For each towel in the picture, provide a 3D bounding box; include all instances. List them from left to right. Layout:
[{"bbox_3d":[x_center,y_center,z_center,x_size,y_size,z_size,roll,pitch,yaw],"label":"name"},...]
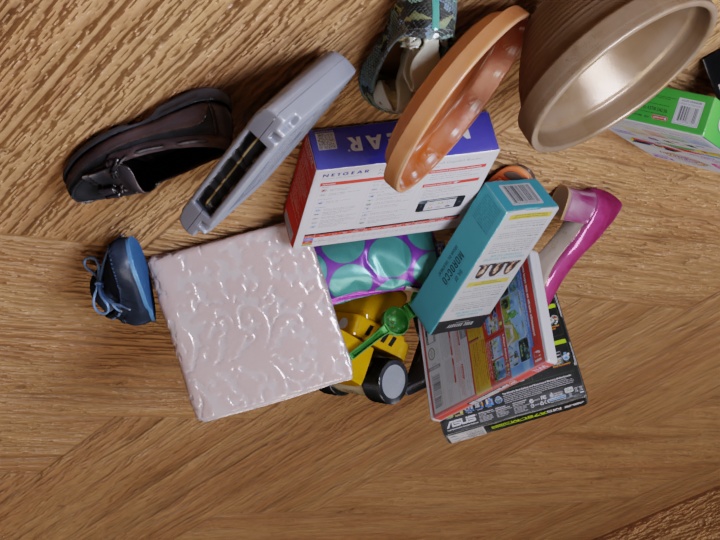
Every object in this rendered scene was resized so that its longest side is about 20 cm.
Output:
[{"bbox_3d":[-0.124,0.055,1.592,0.191,0.200,0.032,-16,-171,3],"label":"towel"}]

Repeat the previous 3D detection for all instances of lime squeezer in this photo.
[{"bbox_3d":[0.063,0.045,1.688,0.200,0.038,0.071,-33,167,-8],"label":"lime squeezer"}]

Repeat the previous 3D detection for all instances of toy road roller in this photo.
[{"bbox_3d":[-0.024,0.073,1.738,0.123,0.146,0.200,4,162,44],"label":"toy road roller"}]

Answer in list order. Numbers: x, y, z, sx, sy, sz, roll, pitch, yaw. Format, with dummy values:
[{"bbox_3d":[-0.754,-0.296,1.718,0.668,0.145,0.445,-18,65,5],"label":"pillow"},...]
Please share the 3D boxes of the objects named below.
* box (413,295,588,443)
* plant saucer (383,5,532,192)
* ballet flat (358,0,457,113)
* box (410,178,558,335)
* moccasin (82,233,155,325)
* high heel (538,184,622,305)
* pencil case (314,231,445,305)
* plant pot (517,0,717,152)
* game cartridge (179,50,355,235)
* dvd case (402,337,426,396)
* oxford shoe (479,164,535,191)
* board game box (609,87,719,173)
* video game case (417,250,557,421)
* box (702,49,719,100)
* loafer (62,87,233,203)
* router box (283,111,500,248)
[{"bbox_3d":[0.185,0.113,1.890,0.200,0.193,0.048,-18,156,7],"label":"box"},{"bbox_3d":[0.084,-0.159,1.276,0.200,0.032,0.200,-51,172,-10],"label":"plant saucer"},{"bbox_3d":[0.041,-0.182,1.273,0.074,0.074,0.200,-9,157,-12],"label":"ballet flat"},{"bbox_3d":[0.137,-0.014,1.578,0.082,0.049,0.200,-7,140,-37],"label":"box"},{"bbox_3d":[-0.269,0.024,1.564,0.068,0.081,0.200,-7,156,-5],"label":"moccasin"},{"bbox_3d":[0.249,-0.007,1.706,0.096,0.200,0.067,11,-168,-32],"label":"high heel"},{"bbox_3d":[0.000,0.000,1.646,0.200,0.092,0.085,-12,161,-2],"label":"pencil case"},{"bbox_3d":[0.211,-0.203,1.256,0.201,0.093,0.201,-31,162,-11],"label":"plant pot"},{"bbox_3d":[-0.085,-0.119,1.296,0.133,0.040,0.200,-42,179,-43],"label":"game cartridge"},{"bbox_3d":[0.134,0.066,1.793,0.149,0.200,0.016,-29,112,32],"label":"dvd case"},{"bbox_3d":[0.174,-0.066,1.652,0.073,0.071,0.200,-45,164,-32],"label":"oxford shoe"},{"bbox_3d":[0.333,-0.146,1.453,0.153,0.040,0.200,19,-179,37],"label":"board game box"},{"bbox_3d":[0.145,0.079,1.657,0.017,0.143,0.200,15,147,-36],"label":"video game case"},{"bbox_3d":[0.478,-0.213,1.441,0.200,0.079,0.141,-27,151,29],"label":"box"},{"bbox_3d":[-0.202,-0.104,1.320,0.200,0.063,0.072,-26,154,27],"label":"loafer"},{"bbox_3d":[0.030,-0.094,1.497,0.200,0.049,0.180,-7,157,-15],"label":"router box"}]
